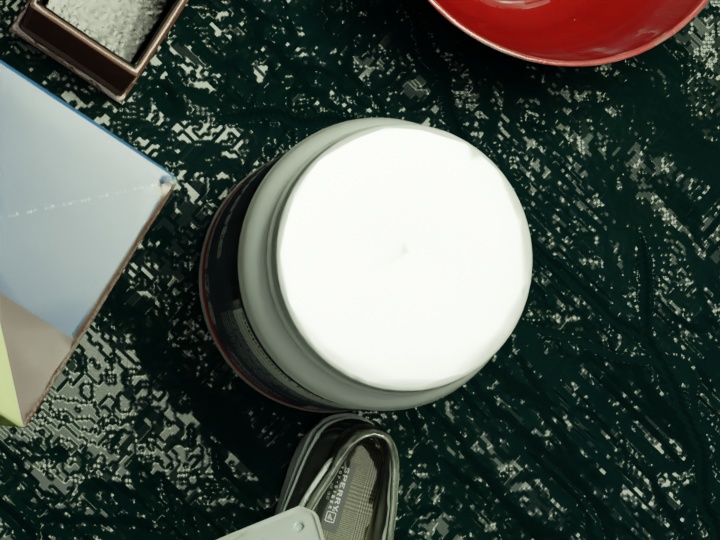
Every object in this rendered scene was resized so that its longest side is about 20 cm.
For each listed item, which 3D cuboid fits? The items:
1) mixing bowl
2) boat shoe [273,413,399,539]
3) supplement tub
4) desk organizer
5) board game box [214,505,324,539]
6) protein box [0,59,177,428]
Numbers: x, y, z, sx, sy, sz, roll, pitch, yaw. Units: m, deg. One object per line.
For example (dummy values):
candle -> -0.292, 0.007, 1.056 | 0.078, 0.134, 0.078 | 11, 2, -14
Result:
mixing bowl -> 0.094, -0.201, 1.284 | 0.198, 0.108, 0.202 | 1, 87, -12
boat shoe -> -0.027, 0.171, 1.252 | 0.072, 0.071, 0.202 | 13, 84, -11
supplement tub -> 0.000, 0.000, 1.203 | 0.139, 0.200, 0.142 | 1, 86, -13
desk organizer -> -0.096, -0.193, 1.257 | 0.071, 0.077, 0.201 | 33, 80, -9
board game box -> -0.086, 0.238, 1.176 | 0.199, 0.026, 0.201 | -23, 56, 7
protein box -> -0.215, -0.034, 1.158 | 0.198, 0.200, 0.135 | 34, 80, -8
